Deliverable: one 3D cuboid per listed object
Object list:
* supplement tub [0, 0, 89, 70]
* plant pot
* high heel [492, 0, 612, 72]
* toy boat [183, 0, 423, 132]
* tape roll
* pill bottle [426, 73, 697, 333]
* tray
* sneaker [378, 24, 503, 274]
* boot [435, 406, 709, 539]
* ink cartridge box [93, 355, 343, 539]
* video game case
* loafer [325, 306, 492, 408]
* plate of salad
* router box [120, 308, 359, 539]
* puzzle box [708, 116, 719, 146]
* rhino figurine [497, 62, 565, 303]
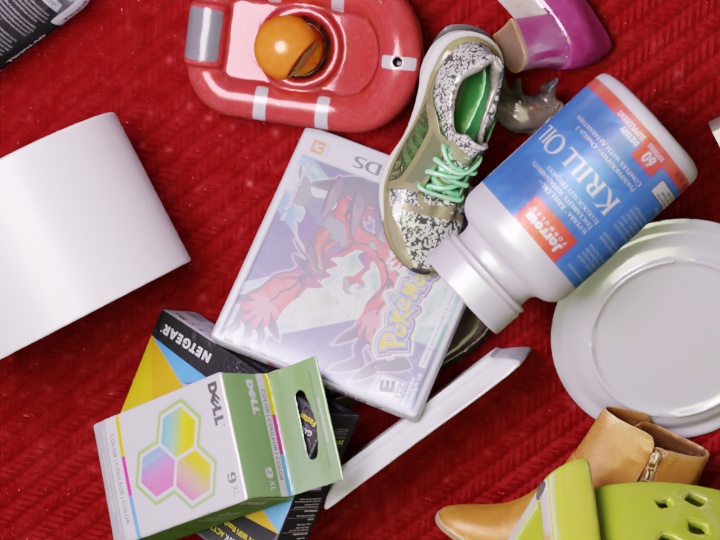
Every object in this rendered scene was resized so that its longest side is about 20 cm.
[{"bbox_3d":[-0.305,-0.234,1.679,0.200,0.123,0.123,-34,91,11],"label":"supplement tub"},{"bbox_3d":[0.196,0.278,1.583,0.181,0.200,0.199,21,121,-12],"label":"plant pot"},{"bbox_3d":[0.136,-0.256,1.654,0.096,0.067,0.200,-12,74,-31],"label":"high heel"},{"bbox_3d":[-0.050,-0.179,1.642,0.199,0.131,0.131,8,98,8],"label":"toy boat"},{"bbox_3d":[-0.256,-0.023,1.658,0.202,0.203,0.139,-26,92,11],"label":"tape roll"},{"bbox_3d":[0.151,-0.047,1.575,0.200,0.112,0.112,-43,89,4],"label":"pill bottle"},{"bbox_3d":[0.052,0.122,1.676,0.200,0.107,0.022,-37,87,11],"label":"tray"},{"bbox_3d":[0.068,-0.092,1.603,0.077,0.089,0.201,10,100,-14],"label":"sneaker"},{"bbox_3d":[0.173,0.173,1.674,0.201,0.071,0.144,14,111,-5],"label":"boot"},{"bbox_3d":[-0.116,0.144,1.620,0.200,0.059,0.104,-22,73,34],"label":"ink cartridge box"},{"bbox_3d":[0.000,0.000,1.665,0.182,0.023,0.200,21,75,11],"label":"video game case"},{"bbox_3d":[0.032,0.066,1.690,0.200,0.071,0.073,-33,91,11],"label":"loafer"},{"bbox_3d":[0.253,0.046,1.662,0.199,0.048,0.201,-1,116,-2],"label":"plate of salad"},{"bbox_3d":[-0.110,0.141,1.687,0.200,0.051,0.149,29,103,35],"label":"router box"},{"bbox_3d":[0.365,-0.147,1.583,0.200,0.133,0.025,-28,92,11],"label":"puzzle box"},{"bbox_3d":[0.158,-0.080,1.659,0.087,0.060,0.200,-24,90,1],"label":"rhino figurine"}]
